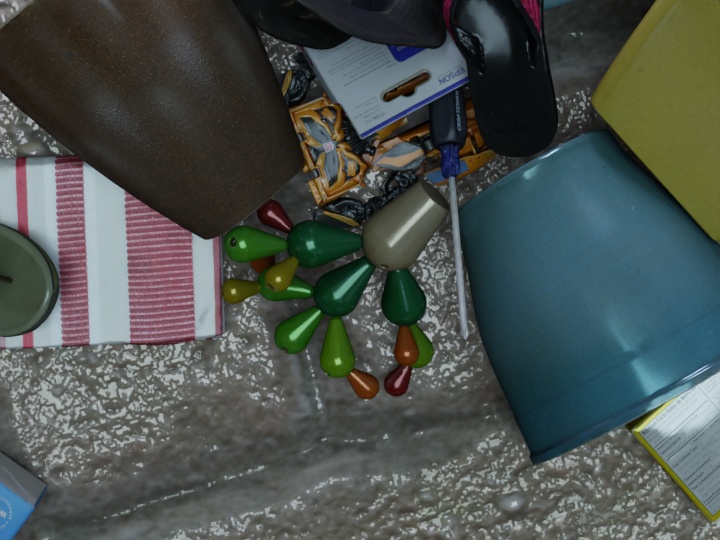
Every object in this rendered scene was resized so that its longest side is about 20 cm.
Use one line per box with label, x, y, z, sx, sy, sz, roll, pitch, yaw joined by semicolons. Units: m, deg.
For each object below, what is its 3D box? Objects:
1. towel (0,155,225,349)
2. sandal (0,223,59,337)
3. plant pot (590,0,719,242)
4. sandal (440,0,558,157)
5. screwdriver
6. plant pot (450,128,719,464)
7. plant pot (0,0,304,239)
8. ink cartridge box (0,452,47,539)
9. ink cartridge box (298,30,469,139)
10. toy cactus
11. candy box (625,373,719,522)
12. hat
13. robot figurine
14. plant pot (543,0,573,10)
towel;-0.204;-0.014;1.058;0.200;0.023;0.144;-2;94;-6
sandal;-0.308;-0.015;1.010;0.201;0.057;0.080;30;100;8
plant pot;0.276;-0.137;0.986;0.176;0.200;0.200;-42;92;24
sandal;0.089;-0.167;0.935;0.075;0.045;0.200;-9;109;22
screwdriver;0.063;-0.050;0.977;0.028;0.029;0.200;-10;66;22
plant pot;0.165;0.010;1.015;0.200;0.200;0.188;-30;83;-2
plant pot;-0.134;-0.127;0.982;0.187;0.187;0.200;-39;104;0
ink cartridge box;-0.341;0.212;1.044;0.116;0.067;0.200;37;92;-7
ink cartridge box;-0.006;-0.191;1.014;0.095;0.037;0.200;-29;72;-5
toy cactus;0.000;0.000;1.032;0.200;0.102;0.165;38;110;-21
candy box;0.316;0.094;1.110;0.200;0.026;0.102;-42;95;0
hat;-0.037;-0.199;0.948;0.201;0.201;0.081;41;123;-7
robot figurine;0.027;-0.116;1.049;0.200;0.058;0.145;-24;94;-2
plant pot;0.149;-0.292;0.984;0.196;0.196;0.200;42;106;-7
